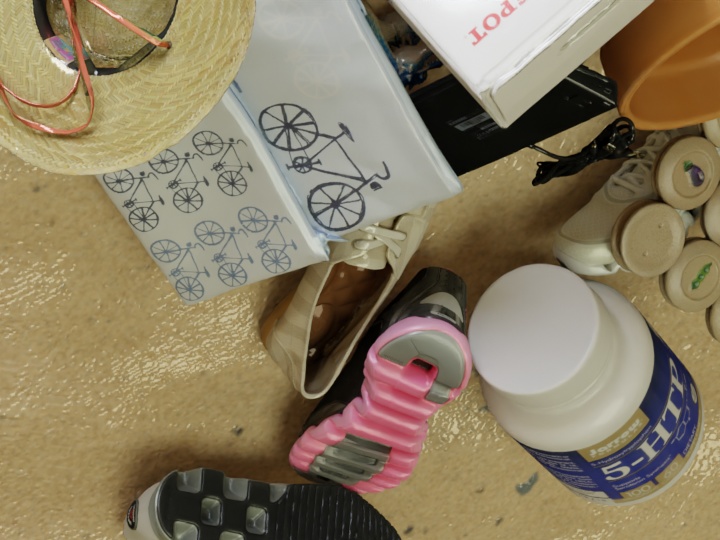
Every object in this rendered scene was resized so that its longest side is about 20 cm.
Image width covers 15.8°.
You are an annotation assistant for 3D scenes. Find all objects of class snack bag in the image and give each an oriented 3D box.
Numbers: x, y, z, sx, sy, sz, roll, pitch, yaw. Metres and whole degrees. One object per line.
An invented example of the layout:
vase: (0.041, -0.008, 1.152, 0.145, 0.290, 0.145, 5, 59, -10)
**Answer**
snack bag: (-0.059, -0.075, 1.511, 0.200, 0.021, 0.189, -18, 127, 17)

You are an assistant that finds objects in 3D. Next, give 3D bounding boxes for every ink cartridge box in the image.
ink cartridge box: (0.065, -0.201, 1.431, 0.146, 0.200, 0.085, -41, 163, 2)

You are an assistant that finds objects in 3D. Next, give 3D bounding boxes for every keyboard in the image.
keyboard: (0.090, -0.087, 1.559, 0.127, 0.200, 0.021, 25, 68, -24)

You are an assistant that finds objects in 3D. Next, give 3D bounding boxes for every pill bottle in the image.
pill bottle: (0.147, 0.073, 1.726, 0.120, 0.120, 0.200, -42, 148, 3)

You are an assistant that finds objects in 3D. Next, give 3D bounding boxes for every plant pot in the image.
plant pot: (0.219, -0.191, 1.546, 0.200, 0.140, 0.200, -22, 164, -6)

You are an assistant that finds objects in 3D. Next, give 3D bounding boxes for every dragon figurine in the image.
dragon figurine: (-0.040, -0.127, 1.528, 0.200, 0.059, 0.100, -24, 132, -15)

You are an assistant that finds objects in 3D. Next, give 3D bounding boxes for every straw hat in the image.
straw hat: (-0.132, -0.155, 1.422, 0.201, 0.201, 0.085, -60, 167, 20)

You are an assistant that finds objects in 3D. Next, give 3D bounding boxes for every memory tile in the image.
memory tile: (0.261, -0.058, 1.707, 0.153, 0.017, 0.200, 37, 86, -32)

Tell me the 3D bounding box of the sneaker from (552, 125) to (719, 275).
sneaker: (0.206, -0.068, 1.722, 0.200, 0.075, 0.081, -33, 127, -17)

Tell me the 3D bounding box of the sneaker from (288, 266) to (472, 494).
sneaker: (0.018, 0.071, 1.705, 0.079, 0.096, 0.200, 23, 136, -16)

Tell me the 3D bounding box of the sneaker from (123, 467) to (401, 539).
sneaker: (-0.065, 0.179, 1.733, 0.200, 0.074, 0.088, 20, 155, -25)

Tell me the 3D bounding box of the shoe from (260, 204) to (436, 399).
shoe: (0.000, 0.000, 1.625, 0.070, 0.053, 0.200, 10, 131, -26)
